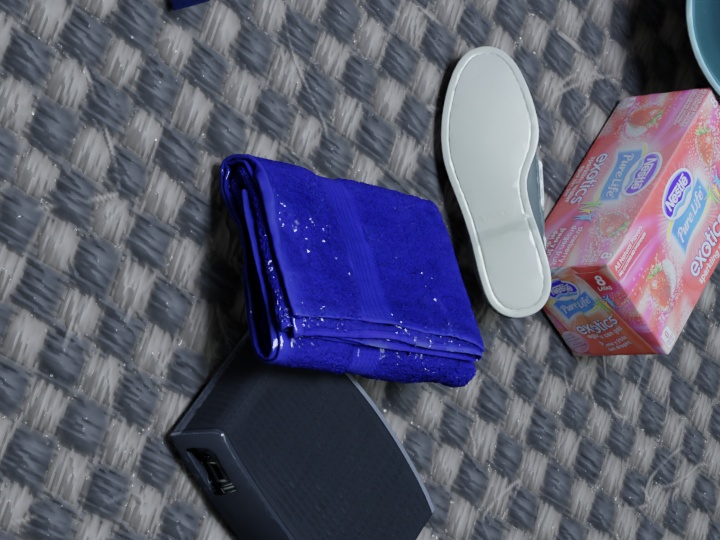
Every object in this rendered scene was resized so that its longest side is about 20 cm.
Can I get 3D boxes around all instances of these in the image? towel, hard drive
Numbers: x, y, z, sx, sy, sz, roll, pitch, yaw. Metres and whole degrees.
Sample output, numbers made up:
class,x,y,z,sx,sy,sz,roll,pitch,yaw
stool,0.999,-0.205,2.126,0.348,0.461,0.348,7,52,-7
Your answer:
class,x,y,z,sx,sy,sz,roll,pitch,yaw
towel,0.000,0.000,1.257,0.199,0.049,0.149,11,59,-47
hard drive,-0.030,0.135,1.256,0.200,0.042,0.135,55,53,-27

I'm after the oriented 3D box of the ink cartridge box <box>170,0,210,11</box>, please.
class,x,y,z,sx,sy,sz,roll,pitch,yaw
ink cartridge box,-0.062,-0.254,1.245,0.200,0.044,0.094,-35,110,-39

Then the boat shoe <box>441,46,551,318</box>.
class,x,y,z,sx,sy,sz,roll,pitch,yaw
boat shoe,0.101,-0.064,1.399,0.062,0.072,0.201,41,40,-86

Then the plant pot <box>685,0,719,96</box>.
class,x,y,z,sx,sy,sz,roll,pitch,yaw
plant pot,0.361,-0.215,1.539,0.188,0.199,0.201,-44,125,-80

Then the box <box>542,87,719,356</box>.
class,x,y,z,sx,sy,sz,roll,pitch,yaw
box,0.221,-0.039,1.475,0.103,0.094,0.200,53,54,-27
